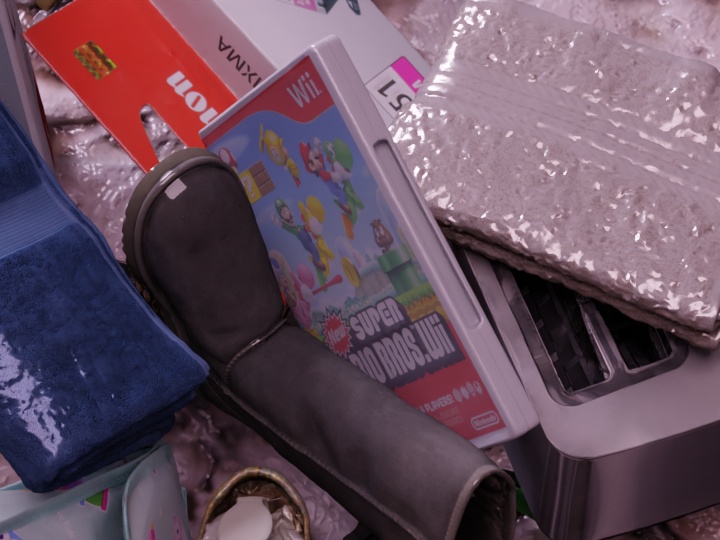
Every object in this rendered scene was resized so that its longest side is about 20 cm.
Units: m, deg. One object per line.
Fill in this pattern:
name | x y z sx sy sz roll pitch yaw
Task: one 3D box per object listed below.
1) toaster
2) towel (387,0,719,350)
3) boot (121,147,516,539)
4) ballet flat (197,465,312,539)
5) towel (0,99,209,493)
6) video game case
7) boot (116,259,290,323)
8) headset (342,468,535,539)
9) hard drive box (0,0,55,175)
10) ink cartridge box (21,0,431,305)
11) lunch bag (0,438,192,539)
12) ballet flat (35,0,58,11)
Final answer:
toaster | 0.143 0.029 1.111 0.180 0.119 0.201 -19 63 -6
towel | 0.109 -0.051 1.069 0.199 0.035 0.133 22 61 19
boot | -0.017 0.052 1.051 0.072 0.182 0.200 -37 51 -15
ballet flat | -0.052 0.165 1.008 0.070 0.071 0.201 2 38 2
towel | -0.162 0.000 1.031 0.201 0.049 0.111 54 40 7
video game case | 0.000 0.000 1.081 0.017 0.143 0.201 -28 90 -29
boot | -0.097 0.009 1.154 0.077 0.139 0.200 36 70 16
headset | 0.024 0.165 1.131 0.198 0.094 0.124 3 60 -15
hard drive box | -0.213 -0.121 1.156 0.076 0.201 0.156 -13 37 -5
ink cartridge box | -0.052 -0.099 1.191 0.200 0.044 0.173 48 45 3
lunch bag | -0.142 0.182 1.044 0.199 0.121 0.172 -17 95 -42
ballet flat | -0.100 -0.194 1.299 0.198 0.069 0.064 -14 94 -2
